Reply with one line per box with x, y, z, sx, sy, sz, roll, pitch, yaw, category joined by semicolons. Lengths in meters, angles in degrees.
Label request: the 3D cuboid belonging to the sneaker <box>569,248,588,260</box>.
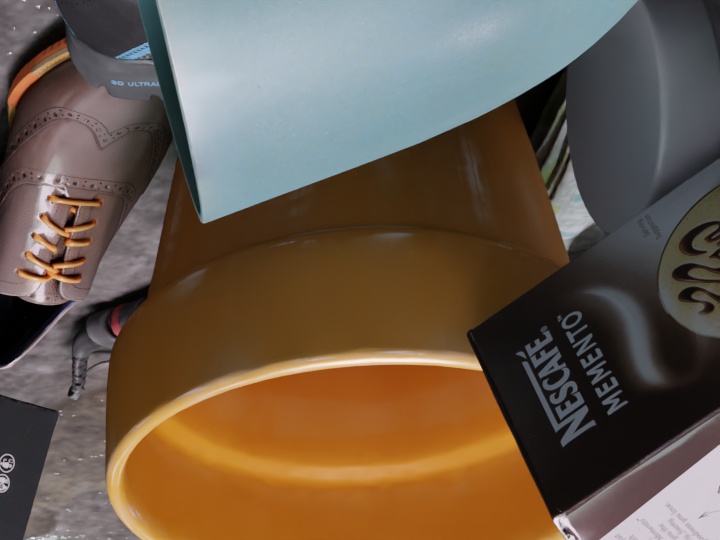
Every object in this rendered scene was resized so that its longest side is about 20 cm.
0.116;0.070;1.257;0.074;0.089;0.200;7;145;12;sneaker

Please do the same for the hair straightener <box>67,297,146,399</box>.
-0.050;0.027;1.302;0.199;0.041;0.077;-23;145;29;hair straightener

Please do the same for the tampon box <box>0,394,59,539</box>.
-0.264;0.092;1.257;0.199;0.127;0.150;20;170;-35;tampon box

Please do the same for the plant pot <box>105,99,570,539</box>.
0.000;0.000;1.119;0.199;0.184;0.201;-2;151;-1;plant pot

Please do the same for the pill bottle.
0.183;-0.062;1.048;0.199;0.116;0.116;-3;151;-17;pill bottle

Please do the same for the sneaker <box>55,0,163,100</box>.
-0.016;-0.108;1.043;0.199;0.074;0.082;-7;148;5;sneaker

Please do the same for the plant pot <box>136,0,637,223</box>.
0.003;-0.131;0.892;0.160;0.201;0.201;-14;150;-4;plant pot

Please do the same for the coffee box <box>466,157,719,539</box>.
0.147;0.018;0.949;0.200;0.113;0.080;-35;124;7;coffee box

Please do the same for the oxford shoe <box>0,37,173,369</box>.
-0.116;-0.027;1.169;0.071;0.073;0.200;9;147;-19;oxford shoe

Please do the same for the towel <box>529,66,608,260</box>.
0.167;-0.049;1.190;0.199;0.048;0.171;5;150;-14;towel
